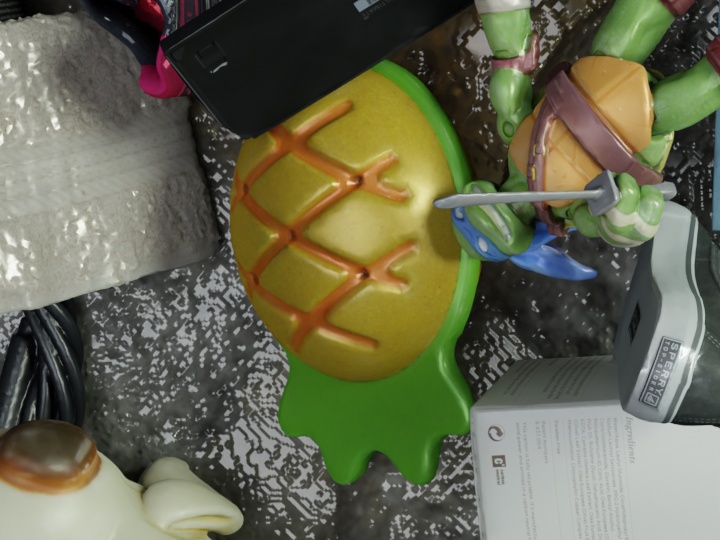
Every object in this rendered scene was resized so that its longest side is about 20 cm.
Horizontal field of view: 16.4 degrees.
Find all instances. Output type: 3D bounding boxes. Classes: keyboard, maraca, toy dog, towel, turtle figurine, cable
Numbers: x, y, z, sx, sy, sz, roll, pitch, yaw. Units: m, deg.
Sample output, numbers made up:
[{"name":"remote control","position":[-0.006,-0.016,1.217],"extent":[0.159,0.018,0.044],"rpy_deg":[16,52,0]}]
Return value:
[{"name":"keyboard","position":[0.000,-0.142,1.076],"extent":[0.199,0.127,0.021],"rpy_deg":[-32,48,6]},{"name":"maraca","position":[0.000,0.000,1.163],"extent":[0.136,0.107,0.202],"rpy_deg":[-3,95,40]},{"name":"toy dog","position":[-0.124,0.162,1.190],"extent":[0.200,0.194,0.139],"rpy_deg":[46,120,-2]},{"name":"towel","position":[-0.148,-0.053,1.160],"extent":[0.034,0.199,0.134],"rpy_deg":[-3,100,44]},{"name":"turtle figurine","position":[0.101,-0.088,1.046],"extent":[0.194,0.144,0.200],"rpy_deg":[-39,123,5]},{"name":"cable","position":[-0.218,0.055,1.266],"extent":[0.163,0.051,0.200],"rpy_deg":[45,107,5]}]

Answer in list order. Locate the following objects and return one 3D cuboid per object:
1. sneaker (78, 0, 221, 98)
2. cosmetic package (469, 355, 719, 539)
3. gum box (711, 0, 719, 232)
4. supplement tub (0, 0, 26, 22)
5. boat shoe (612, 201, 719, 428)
[{"name":"sneaker","position":[-0.119,-0.171,1.159],"extent":[0.200,0.075,0.081],"rpy_deg":[49,147,6]},{"name":"cosmetic package","position":[0.159,0.083,1.135],"extent":[0.198,0.108,0.086],"rpy_deg":[-3,99,17]},{"name":"gum box","position":[0.247,-0.095,1.070],"extent":[0.199,0.044,0.172],"rpy_deg":[7,98,39]},{"name":"supplement tub","position":[-0.224,-0.139,1.199],"extent":[0.121,0.122,0.202],"rpy_deg":[-8,96,17]},{"name":"boat shoe","position":[0.145,0.024,1.085],"extent":[0.056,0.200,0.069],"rpy_deg":[18,109,1]}]
